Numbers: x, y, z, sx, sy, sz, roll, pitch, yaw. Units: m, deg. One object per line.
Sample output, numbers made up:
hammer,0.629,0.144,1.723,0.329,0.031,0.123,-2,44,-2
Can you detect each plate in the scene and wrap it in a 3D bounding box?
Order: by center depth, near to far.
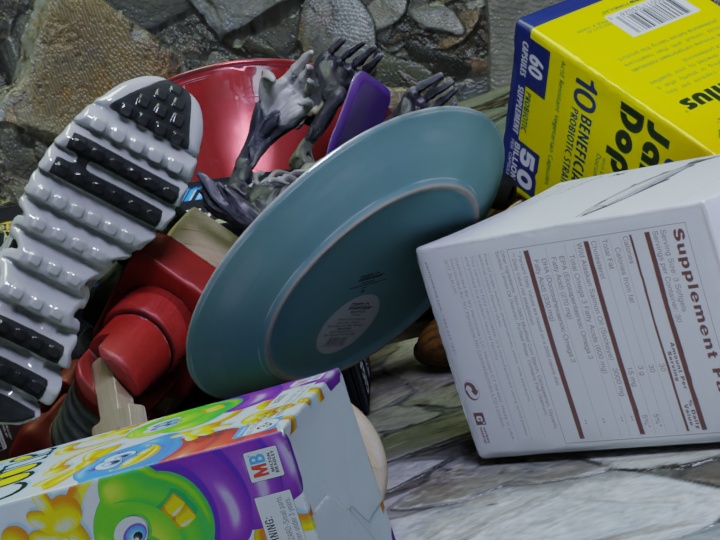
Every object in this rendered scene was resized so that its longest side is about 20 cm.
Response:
plate,0.000,0.000,1.354,0.200,0.026,0.200,-33,-27,-19

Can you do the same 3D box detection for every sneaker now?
sneaker,-0.155,-0.016,1.406,0.200,0.075,0.081,-56,14,-1

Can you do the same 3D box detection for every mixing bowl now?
mixing bowl,-0.066,-0.025,1.640,0.200,0.109,0.200,-7,-37,-5

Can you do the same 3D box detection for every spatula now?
spatula,0.033,-0.055,1.370,0.021,0.057,0.200,22,1,33

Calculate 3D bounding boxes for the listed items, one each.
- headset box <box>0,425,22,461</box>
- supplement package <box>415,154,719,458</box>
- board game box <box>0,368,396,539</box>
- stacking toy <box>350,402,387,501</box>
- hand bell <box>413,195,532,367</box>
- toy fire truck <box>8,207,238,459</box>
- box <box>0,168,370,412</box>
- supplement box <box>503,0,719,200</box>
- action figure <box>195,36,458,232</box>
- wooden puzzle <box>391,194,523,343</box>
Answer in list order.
headset box,-0.240,0.095,1.794,0.200,0.075,0.149,-22,8,-27
supplement package,0.145,0.014,1.307,0.117,0.117,0.200,-23,9,-40
board game box,-0.097,0.125,1.144,0.200,0.103,0.105,-16,8,15
stacking toy,-0.039,0.093,1.345,0.085,0.085,0.200,-19,4,-5
hand bell,0.078,0.028,1.580,0.104,0.104,0.200,-22,-4,-24
toy fire truck,-0.126,0.086,1.437,0.200,0.129,0.176,-49,-7,-50
box,-0.106,0.024,1.568,0.200,0.159,0.046,-7,40,11
supplement box,0.181,-0.061,1.438,0.109,0.109,0.200,-24,45,-32
action figure,-0.014,-0.060,1.447,0.102,0.119,0.200,-56,4,35
wooden puzzle,0.099,-0.018,1.629,0.185,0.037,0.200,-11,-26,-42
